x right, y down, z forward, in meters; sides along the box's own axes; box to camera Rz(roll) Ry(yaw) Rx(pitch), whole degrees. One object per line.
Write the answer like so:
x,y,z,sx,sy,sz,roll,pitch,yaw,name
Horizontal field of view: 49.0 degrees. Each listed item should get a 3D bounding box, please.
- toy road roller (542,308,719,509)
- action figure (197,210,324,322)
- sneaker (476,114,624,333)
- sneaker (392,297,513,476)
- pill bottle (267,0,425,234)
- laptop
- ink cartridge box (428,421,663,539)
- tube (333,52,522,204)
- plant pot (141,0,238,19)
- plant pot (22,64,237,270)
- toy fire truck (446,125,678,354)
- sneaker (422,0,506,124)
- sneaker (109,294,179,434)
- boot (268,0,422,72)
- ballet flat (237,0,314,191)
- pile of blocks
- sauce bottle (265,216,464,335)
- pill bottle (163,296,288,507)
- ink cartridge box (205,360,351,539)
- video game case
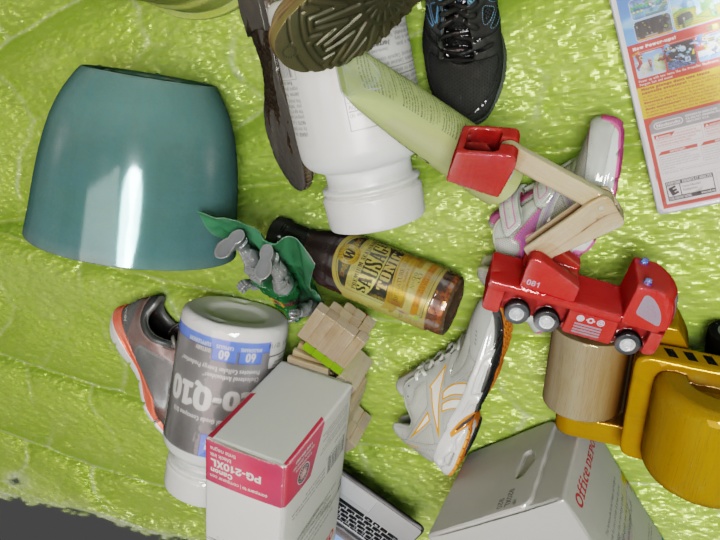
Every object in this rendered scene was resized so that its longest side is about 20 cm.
0.250,0.110,0.659,0.199,0.146,0.124,10,114,19,toy road roller
-0.078,0.012,0.753,0.118,0.200,0.055,28,79,18,action figure
0.158,-0.044,0.674,0.088,0.081,0.201,26,118,10,sneaker
0.082,0.107,0.775,0.092,0.076,0.201,24,117,17,sneaker
-0.004,-0.139,0.686,0.114,0.114,0.201,-4,108,25,pill bottle
-0.059,0.306,0.883,0.187,0.116,0.200,33,144,7,laptop
0.189,0.269,0.749,0.144,0.147,0.201,-28,97,30,ink cartridge box
0.051,-0.115,0.627,0.058,0.200,0.052,19,84,52,tube
-0.194,-0.307,0.659,0.199,0.184,0.201,9,113,20,plant pot
-0.206,-0.104,0.748,0.200,0.200,0.162,15,104,17,plant pot
0.156,-0.021,0.607,0.199,0.049,0.142,16,126,4,toy fire truck
0.077,-0.213,0.640,0.073,0.082,0.201,4,113,20,sneaker
-0.207,0.117,0.903,0.082,0.077,0.201,-28,98,23,sneaker
-0.028,-0.250,0.595,0.175,0.066,0.200,-33,53,-5,boot
-0.068,-0.174,0.740,0.067,0.046,0.201,15,123,54,ballet flat
-0.026,0.104,0.817,0.082,0.062,0.201,17,127,17,pile of blocks
0.000,0.000,0.769,0.199,0.066,0.066,20,117,16,sauce bottle
-0.147,0.138,0.838,0.113,0.114,0.201,15,103,17,pill bottle
-0.079,0.215,0.765,0.084,0.145,0.201,15,117,18,ink cartridge box
0.283,-0.153,0.613,0.142,0.017,0.201,-11,106,27,video game case
